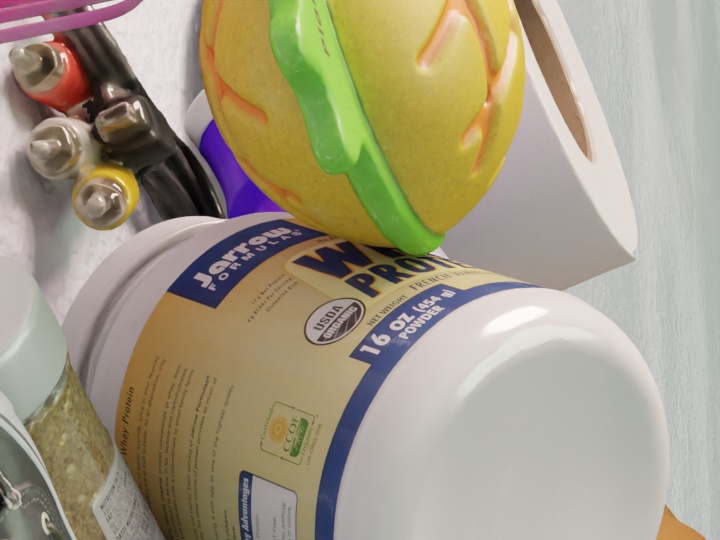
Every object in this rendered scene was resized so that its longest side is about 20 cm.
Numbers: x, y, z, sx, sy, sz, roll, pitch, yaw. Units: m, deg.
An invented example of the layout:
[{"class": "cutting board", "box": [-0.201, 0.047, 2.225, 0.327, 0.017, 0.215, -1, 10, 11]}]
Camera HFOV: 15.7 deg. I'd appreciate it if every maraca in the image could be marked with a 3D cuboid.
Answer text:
[{"class": "maraca", "box": [-0.004, -0.074, 0.859, 0.200, 0.107, 0.138, 30, 40, -74]}]

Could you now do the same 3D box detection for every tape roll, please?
[{"class": "tape roll", "box": [0.030, -0.075, 1.234, 0.203, 0.139, 0.203, -22, 90, -77]}]

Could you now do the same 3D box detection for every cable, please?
[{"class": "cable", "box": [-0.100, -0.052, 1.053, 0.200, 0.050, 0.097, 59, 6, -80]}]

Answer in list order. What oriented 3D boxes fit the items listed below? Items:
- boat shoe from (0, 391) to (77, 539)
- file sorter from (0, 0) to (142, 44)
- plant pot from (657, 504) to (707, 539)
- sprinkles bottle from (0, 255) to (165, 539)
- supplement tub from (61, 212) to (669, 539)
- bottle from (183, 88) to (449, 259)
[{"class": "boat shoe", "box": [-0.109, 0.098, 0.789, 0.200, 0.069, 0.057, 61, -6, -37]}, {"class": "file sorter", "box": [-0.108, -0.160, 0.896, 0.200, 0.125, 0.139, -54, 132, -69]}, {"class": "plant pot", "box": [0.081, 0.161, 1.282, 0.140, 0.200, 0.200, -108, 175, -46]}, {"class": "sprinkles bottle", "box": [-0.102, 0.088, 0.868, 0.068, 0.068, 0.200, -82, 156, -48]}, {"class": "supplement tub", "box": [-0.006, 0.059, 0.926, 0.144, 0.200, 0.145, -13, 111, -39]}, {"class": "bottle", "box": [0.000, 0.000, 1.070, 0.200, 0.065, 0.084, 52, 3, 21]}]
